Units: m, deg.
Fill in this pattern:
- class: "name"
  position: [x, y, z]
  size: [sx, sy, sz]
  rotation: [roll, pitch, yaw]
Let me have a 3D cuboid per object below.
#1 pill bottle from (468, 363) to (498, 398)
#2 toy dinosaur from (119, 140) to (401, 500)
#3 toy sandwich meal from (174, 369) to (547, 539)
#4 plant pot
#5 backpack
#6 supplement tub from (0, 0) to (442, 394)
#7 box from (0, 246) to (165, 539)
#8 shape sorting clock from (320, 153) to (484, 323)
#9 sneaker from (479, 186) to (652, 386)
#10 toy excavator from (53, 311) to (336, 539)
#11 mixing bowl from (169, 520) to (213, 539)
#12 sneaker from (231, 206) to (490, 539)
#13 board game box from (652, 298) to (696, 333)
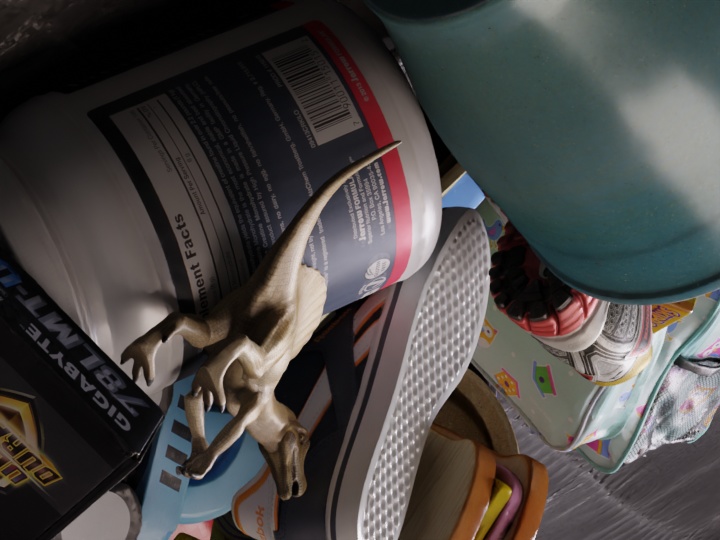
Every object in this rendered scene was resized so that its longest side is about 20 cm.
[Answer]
- class: "pill bottle"
  position: [0.033, 0.098, 1.814]
  size: [0.112, 0.112, 0.200]
  rotation: [-30, 162, -6]
- class: "toy dinosaur"
  position: [-0.045, 0.024, 1.213]
  size: [0.101, 0.058, 0.200]
  rotation: [-32, 147, -39]
- class: "toy sandwich meal"
  position: [-0.006, 0.121, 1.415]
  size: [0.205, 0.205, 0.070]
  rotation: [-37, 140, 15]
- class: "plant pot"
  position: [0.099, -0.115, 1.243]
  size: [0.200, 0.200, 0.188]
  rotation: [-37, 134, 16]
- class: "backpack"
  position: [0.145, -0.005, 1.627]
  size: [0.153, 0.176, 0.200]
  rotation: [-8, 139, -50]
- class: "supplement tub"
  position: [-0.077, -0.029, 1.279]
  size: [0.200, 0.141, 0.140]
  rotation: [-24, 160, -22]
- class: "box"
  position: [-0.218, 0.057, 1.200]
  size: [0.198, 0.200, 0.050]
  rotation: [-40, -170, 24]
- class: "shape sorting clock"
  position: [0.000, 0.000, 1.566]
  size: [0.200, 0.039, 0.200]
  rotation: [-45, -178, 2]
- class: "sneaker"
  position: [0.106, -0.020, 1.401]
  size: [0.078, 0.200, 0.082]
  rotation: [-26, 124, 25]
- class: "toy excavator"
  position: [-0.065, 0.053, 1.402]
  size: [0.200, 0.100, 0.195]
  rotation: [10, 100, -32]
- class: "mixing bowl"
  position: [-0.110, 0.155, 1.598]
  size: [0.200, 0.109, 0.200]
  rotation: [-18, -165, 5]
- class: "sneaker"
  position: [-0.001, 0.047, 1.354]
  size: [0.200, 0.079, 0.079]
  rotation: [-65, 148, -35]
- class: "board game box"
  position: [0.174, -0.065, 1.470]
  size: [0.030, 0.201, 0.096]
  rotation: [19, 166, -8]
